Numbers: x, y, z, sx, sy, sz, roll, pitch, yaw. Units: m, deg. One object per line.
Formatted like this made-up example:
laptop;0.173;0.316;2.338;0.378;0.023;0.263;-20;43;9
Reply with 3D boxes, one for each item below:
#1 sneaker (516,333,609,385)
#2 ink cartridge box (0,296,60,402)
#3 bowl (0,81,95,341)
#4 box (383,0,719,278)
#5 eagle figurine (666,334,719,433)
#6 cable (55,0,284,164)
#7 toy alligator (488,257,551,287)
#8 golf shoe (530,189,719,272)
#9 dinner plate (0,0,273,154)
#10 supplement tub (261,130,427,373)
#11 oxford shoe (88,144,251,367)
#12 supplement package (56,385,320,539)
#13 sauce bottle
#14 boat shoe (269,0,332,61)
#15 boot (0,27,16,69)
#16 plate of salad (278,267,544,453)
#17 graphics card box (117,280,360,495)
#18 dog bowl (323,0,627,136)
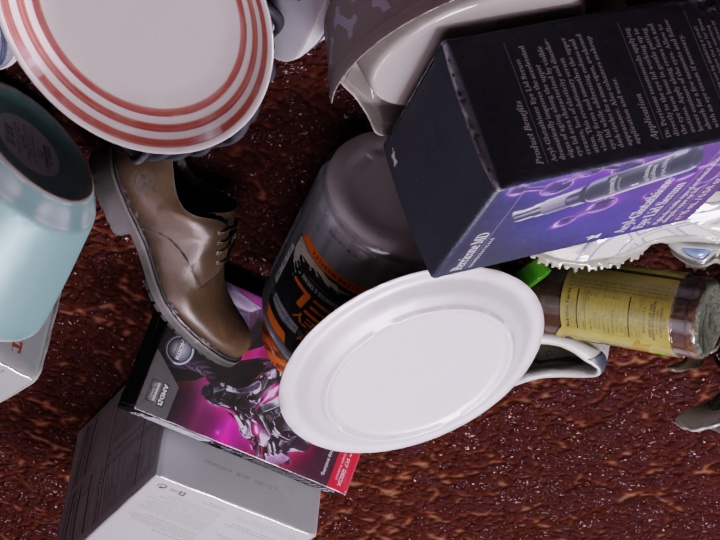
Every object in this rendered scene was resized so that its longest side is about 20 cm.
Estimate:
sneaker;0.100;0.054;1.491;0.200;0.071;0.073;-4;140;15
ink cartridge box;-0.331;-0.002;1.420;0.200;0.147;0.083;33;136;-28
bowl;-0.265;-0.059;1.328;0.105;0.201;0.201;-41;124;20
box;0.135;-0.085;1.198;0.200;0.104;0.148;-14;163;-18
eagle figurine;0.334;0.083;1.457;0.151;0.152;0.200;-42;119;19
cable;-0.130;-0.153;1.249;0.163;0.051;0.200;22;130;10
toy alligator;0.068;0.049;1.428;0.054;0.059;0.200;-19;164;-47
golf shoe;0.199;-0.053;1.363;0.200;0.078;0.097;-1;123;1
dinner plate;-0.143;-0.166;1.197;0.200;0.024;0.200;13;129;17
supplement tub;0.000;0.000;1.398;0.122;0.123;0.200;15;140;-11
oxford shoe;-0.122;-0.013;1.410;0.084;0.073;0.200;-19;119;14
supplement package;-0.146;0.181;1.617;0.152;0.151;0.200;25;137;-23
sauce bottle;0.171;0.021;1.414;0.200;0.065;0.065;10;147;32
boat shoe;-0.003;-0.205;1.188;0.072;0.066;0.200;50;141;12
boot;-0.276;-0.184;1.231;0.073;0.090;0.200;-3;140;11
plate of salad;0.035;0.060;1.346;0.200;0.048;0.200;-14;140;-12
graphics card box;-0.081;0.089;1.515;0.200;0.126;0.051;25;168;-21
dog bowl;0.068;-0.156;1.184;0.200;0.059;0.200;-18;162;-6
